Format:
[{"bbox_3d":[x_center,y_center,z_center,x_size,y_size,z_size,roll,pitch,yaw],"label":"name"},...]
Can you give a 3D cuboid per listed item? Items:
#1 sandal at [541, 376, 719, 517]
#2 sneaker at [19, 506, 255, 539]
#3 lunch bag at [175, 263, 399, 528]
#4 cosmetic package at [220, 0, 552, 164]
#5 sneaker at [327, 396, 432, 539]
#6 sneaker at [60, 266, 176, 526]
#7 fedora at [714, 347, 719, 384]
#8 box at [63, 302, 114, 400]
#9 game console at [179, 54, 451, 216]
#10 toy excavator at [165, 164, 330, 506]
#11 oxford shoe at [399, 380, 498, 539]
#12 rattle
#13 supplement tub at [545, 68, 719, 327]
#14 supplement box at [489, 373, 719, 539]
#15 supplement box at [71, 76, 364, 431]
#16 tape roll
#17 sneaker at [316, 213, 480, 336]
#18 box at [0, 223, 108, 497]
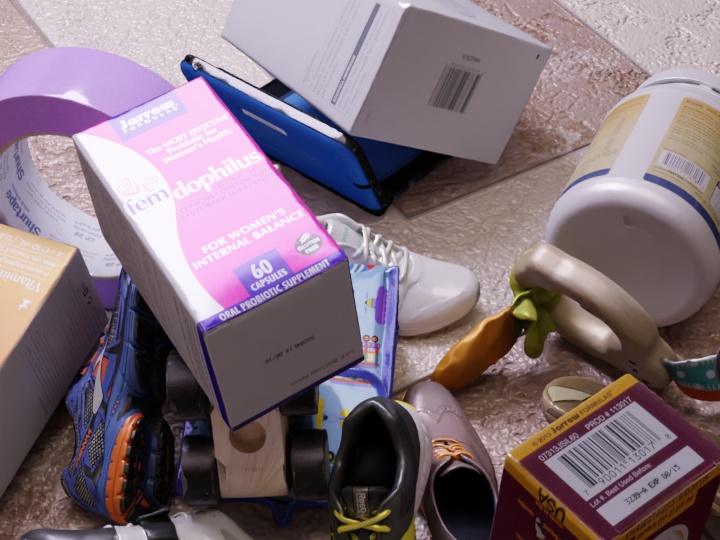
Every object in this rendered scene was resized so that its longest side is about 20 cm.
[{"bbox_3d":[0.218,0.144,1.080,0.199,0.054,0.080,26,28,13],"label":"sandal"},{"bbox_3d":[-0.129,0.196,0.998,0.199,0.074,0.089,15,44,-2],"label":"sneaker"},{"bbox_3d":[-0.052,0.098,1.108,0.149,0.094,0.201,3,57,3],"label":"lunch bag"},{"bbox_3d":[0.021,-0.201,1.320,0.199,0.124,0.200,7,27,-46],"label":"cosmetic package"},{"bbox_3d":[0.003,0.176,0.972,0.074,0.085,0.202,-4,70,16],"label":"sneaker"},{"bbox_3d":[-0.175,0.079,1.068,0.078,0.075,0.201,-1,71,27],"label":"sneaker"},{"bbox_3d":[0.338,0.114,1.046,0.176,0.200,0.091,-2,63,29],"label":"fedora"},{"bbox_3d":[-0.232,0.026,1.193,0.119,0.042,0.200,-33,56,-32],"label":"box"},{"bbox_3d":[-0.035,-0.147,1.337,0.199,0.171,0.119,29,75,25],"label":"game console"},{"bbox_3d":[-0.075,0.043,1.045,0.099,0.196,0.200,-4,21,2],"label":"toy excavator"},{"bbox_3d":[0.069,0.144,1.059,0.071,0.073,0.201,-7,44,-10],"label":"oxford shoe"},{"bbox_3d":[0.179,0.081,1.139,0.200,0.130,0.143,40,60,0],"label":"rattle"},{"bbox_3d":[0.250,-0.065,1.240,0.144,0.145,0.200,20,46,17],"label":"supplement tub"},{"bbox_3d":[0.144,0.179,0.934,0.110,0.201,0.086,-28,52,-29],"label":"supplement box"},{"bbox_3d":[-0.093,-0.015,0.954,0.101,0.104,0.200,-28,51,-16],"label":"supplement box"},{"bbox_3d":[-0.201,-0.066,1.118,0.199,0.201,0.066,12,43,10],"label":"tape roll"},{"bbox_3d":[0.000,0.000,1.206,0.199,0.081,0.071,6,41,1],"label":"sneaker"},{"bbox_3d":[-0.289,0.070,1.068,0.124,0.098,0.201,16,58,18],"label":"box"}]
